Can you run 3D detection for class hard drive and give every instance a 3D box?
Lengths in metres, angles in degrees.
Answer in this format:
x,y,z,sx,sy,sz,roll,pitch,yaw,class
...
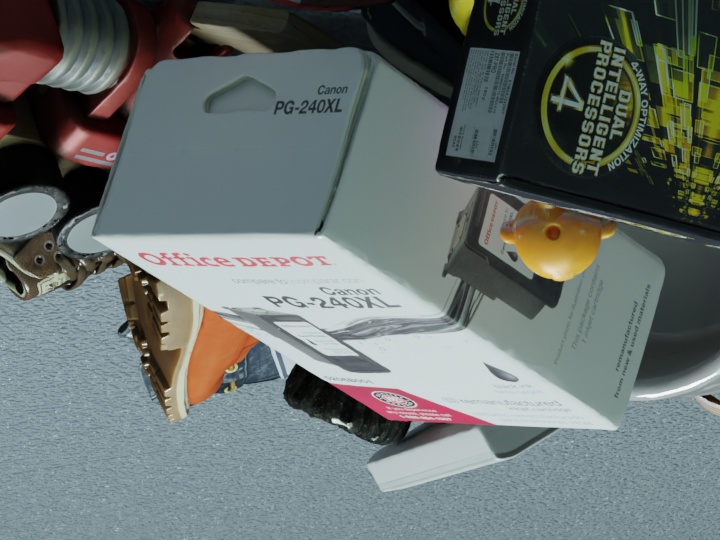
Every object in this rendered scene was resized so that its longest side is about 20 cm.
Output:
x,y,z,sx,sy,sz,roll,pitch,yaw,class
0.087,0.066,1.388,0.132,0.026,0.200,-30,180,-18,hard drive

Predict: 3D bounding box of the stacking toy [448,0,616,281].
x,y,z,sx,sy,sz,roll,pitch,yaw,class
0.079,-0.090,1.068,0.115,0.201,0.110,-3,160,7,stacking toy

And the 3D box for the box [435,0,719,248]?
x,y,z,sx,sy,sz,roll,pitch,yaw,class
0.122,-0.114,1.010,0.161,0.201,0.049,14,179,-35,box

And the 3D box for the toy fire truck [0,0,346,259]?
x,y,z,sx,sy,sz,roll,pitch,yaw,class
-0.119,-0.094,1.200,0.176,0.129,0.200,12,137,-46,toy fire truck

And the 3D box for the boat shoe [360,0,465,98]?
x,y,z,sx,sy,sz,roll,pitch,yaw,class
0.084,-0.095,1.155,0.200,0.075,0.062,33,162,24,boat shoe

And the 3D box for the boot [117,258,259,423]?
x,y,z,sx,sy,sz,roll,pitch,yaw,class
-0.059,0.012,1.297,0.107,0.075,0.200,-20,165,-15,boot

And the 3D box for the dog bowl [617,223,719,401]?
x,y,z,sx,sy,sz,roll,pitch,yaw,class
0.126,-0.032,1.228,0.199,0.201,0.059,-14,-175,31,dog bowl

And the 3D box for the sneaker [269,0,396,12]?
x,y,z,sx,sy,sz,roll,pitch,yaw,class
-0.025,-0.149,1.062,0.098,0.071,0.200,10,171,40,sneaker

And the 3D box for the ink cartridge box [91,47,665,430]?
x,y,z,sx,sy,sz,roll,pitch,yaw,class
0.008,-0.009,1.135,0.145,0.084,0.200,0,156,46,ink cartridge box

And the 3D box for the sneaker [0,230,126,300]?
x,y,z,sx,sy,sz,roll,pitch,yaw,class
-0.156,-0.017,1.430,0.199,0.076,0.070,1,160,-6,sneaker

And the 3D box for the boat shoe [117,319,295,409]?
x,y,z,sx,sy,sz,roll,pitch,yaw,class
-0.086,0.018,1.411,0.091,0.071,0.200,-26,152,-3,boat shoe

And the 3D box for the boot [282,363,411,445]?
x,y,z,sx,sy,sz,roll,pitch,yaw,class
0.002,0.001,1.359,0.079,0.158,0.211,37,-176,34,boot

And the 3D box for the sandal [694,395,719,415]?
x,y,z,sx,sy,sz,roll,pitch,yaw,class
0.229,0.054,1.575,0.079,0.060,0.207,-6,-175,11,sandal
